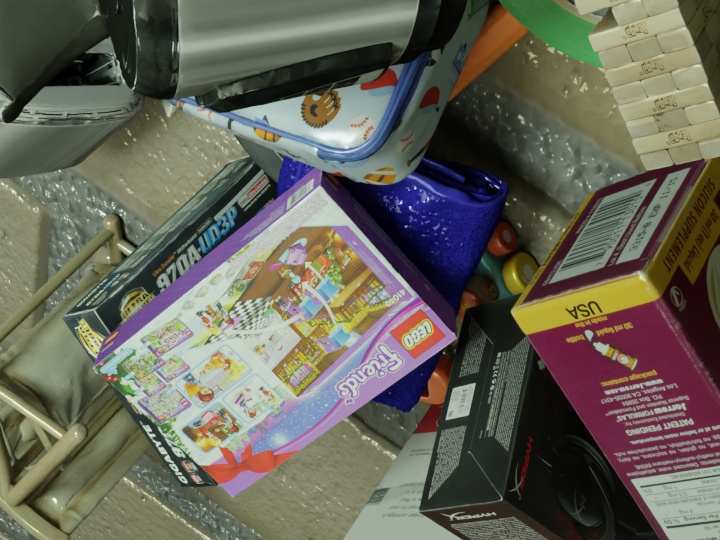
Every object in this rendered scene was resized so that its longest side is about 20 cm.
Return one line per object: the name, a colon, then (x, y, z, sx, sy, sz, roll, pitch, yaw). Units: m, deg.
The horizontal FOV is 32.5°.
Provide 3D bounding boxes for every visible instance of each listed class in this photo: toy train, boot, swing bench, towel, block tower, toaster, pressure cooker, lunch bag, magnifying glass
toy train: (0.059, 0.044, 0.906, 0.148, 0.056, 0.202, 15, 133, 20)
boot: (-0.217, -0.201, 0.711, 0.200, 0.138, 0.077, 46, 171, 4)
swing bench: (-0.240, 0.100, 1.084, 0.129, 0.199, 0.201, 33, 138, 8)
towel: (0.000, 0.000, 0.829, 0.146, 0.050, 0.202, 23, 127, 5)
block tower: (0.139, -0.144, 0.612, 0.054, 0.058, 0.201, -9, 120, 42)
toaster: (-0.252, -0.138, 0.893, 0.128, 0.198, 0.115, -23, 80, 42)
pressure cooker: (-0.028, -0.178, 0.586, 0.179, 0.197, 0.178, 108, 147, -61)
lunch bag: (-0.030, -0.150, 0.736, 0.198, 0.162, 0.075, 24, -178, 30)
magnifying glass: (0.033, -0.105, 0.792, 0.080, 0.022, 0.199, 43, 126, -12)

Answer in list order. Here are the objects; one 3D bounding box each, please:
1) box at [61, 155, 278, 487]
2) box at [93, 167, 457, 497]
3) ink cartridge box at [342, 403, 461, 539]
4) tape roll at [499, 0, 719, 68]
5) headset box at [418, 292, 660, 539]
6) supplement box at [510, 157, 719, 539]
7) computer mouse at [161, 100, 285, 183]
box: (-0.102, 0.034, 0.916, 0.046, 0.200, 0.160, -9, 120, 45)
box: (-0.055, 0.044, 0.798, 0.199, 0.039, 0.137, -36, 112, 18)
ink cartridge box: (0.082, 0.186, 0.910, 0.143, 0.200, 0.084, -10, 119, 42)
tape roll: (0.143, -0.202, 0.637, 0.198, 0.048, 0.202, 21, 136, 22)
headset box: (0.143, 0.131, 0.819, 0.199, 0.150, 0.077, 37, 145, -29)
supplement box: (0.202, 0.053, 0.754, 0.103, 0.131, 0.201, -19, 114, 45)
computer mouse: (-0.063, -0.107, 0.876, 0.199, 0.053, 0.139, 39, 139, 2)
